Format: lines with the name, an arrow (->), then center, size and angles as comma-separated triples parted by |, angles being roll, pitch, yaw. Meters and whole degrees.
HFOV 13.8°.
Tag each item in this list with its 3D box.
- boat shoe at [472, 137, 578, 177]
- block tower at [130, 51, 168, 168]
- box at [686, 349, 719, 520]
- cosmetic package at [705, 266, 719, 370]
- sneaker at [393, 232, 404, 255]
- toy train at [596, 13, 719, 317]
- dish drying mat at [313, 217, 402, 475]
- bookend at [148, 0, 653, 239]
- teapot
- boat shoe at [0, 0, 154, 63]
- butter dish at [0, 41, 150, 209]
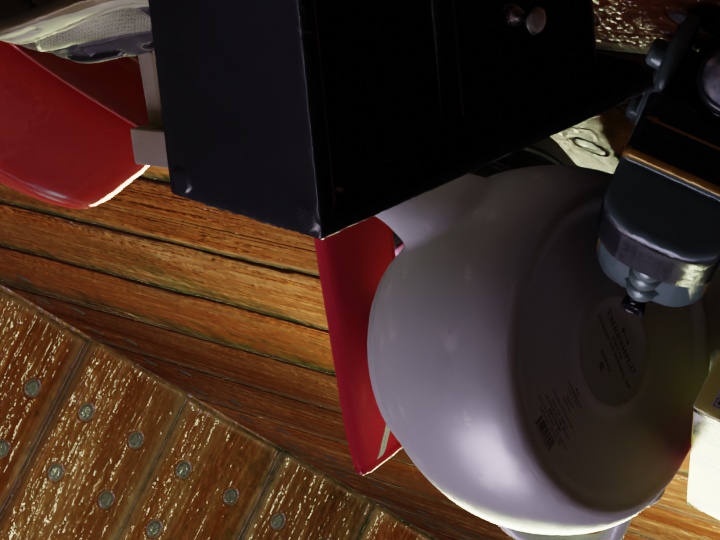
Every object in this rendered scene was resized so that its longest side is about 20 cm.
boat shoe -> 0.094, -0.021, 1.597 | 0.070, 0.066, 0.200 | -32, 141, 24
block tower -> -0.007, -0.091, 1.390 | 0.200, 0.058, 0.054 | -13, -171, -24
box -> 0.206, 0.090, 1.500 | 0.075, 0.050, 0.200 | 27, 167, 12
cosmetic package -> 0.238, 0.028, 1.554 | 0.200, 0.108, 0.085 | 15, 165, 46
sneaker -> -0.016, -0.041, 1.613 | 0.071, 0.099, 0.200 | -23, 97, 34
toy train -> 0.151, -0.043, 1.376 | 0.085, 0.114, 0.200 | 26, 170, 5
dish drying mat -> 0.000, 0.000, 1.548 | 0.018, 0.200, 0.077 | -1, -166, 26
bookend -> 0.015, -0.142, 1.198 | 0.200, 0.199, 0.092 | -24, -151, -39
teapot -> 0.074, 0.042, 1.511 | 0.146, 0.200, 0.197 | -1, 171, 43
boat shoe -> -0.081, -0.134, 1.314 | 0.201, 0.072, 0.066 | -11, 157, 36
butter dish -> -0.206, -0.107, 1.751 | 0.199, 0.148, 0.200 | 33, -163, -36
